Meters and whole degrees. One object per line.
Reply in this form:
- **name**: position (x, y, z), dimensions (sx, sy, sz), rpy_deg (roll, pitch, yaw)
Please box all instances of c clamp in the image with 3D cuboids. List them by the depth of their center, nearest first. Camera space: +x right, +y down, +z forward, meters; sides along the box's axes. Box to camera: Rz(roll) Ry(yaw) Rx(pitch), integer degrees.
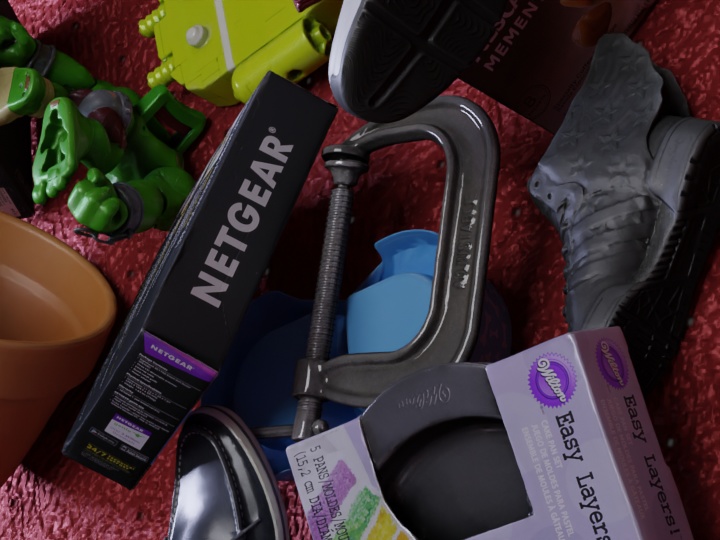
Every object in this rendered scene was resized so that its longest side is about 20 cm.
- **c clamp**: position (0.000, 0.000, 1.103), dimensions (0.171, 0.027, 0.200), rpy_deg (1, 73, 43)

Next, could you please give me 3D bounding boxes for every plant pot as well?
- **plant pot**: position (-0.270, 0.054, 1.300), dimensions (0.200, 0.200, 0.140), rpy_deg (45, 121, 44)

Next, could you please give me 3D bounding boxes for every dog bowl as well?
- **dog bowl**: position (-0.001, 0.054, 1.135), dimensions (0.200, 0.050, 0.112), rpy_deg (-26, 56, 34)

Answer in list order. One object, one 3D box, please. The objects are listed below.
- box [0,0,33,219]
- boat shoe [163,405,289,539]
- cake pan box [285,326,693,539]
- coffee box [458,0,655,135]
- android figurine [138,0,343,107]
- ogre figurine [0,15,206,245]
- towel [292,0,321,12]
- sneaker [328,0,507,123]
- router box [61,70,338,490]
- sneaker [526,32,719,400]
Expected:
- **box**: position (-0.272, -0.145, 1.373), dimensions (0.051, 0.200, 0.158), rpy_deg (-10, 60, 5)
- **boat shoe**: position (-0.081, 0.173, 1.110), dimensions (0.075, 0.062, 0.200), rpy_deg (-5, 87, 47)
- **cake pan box**: position (0.069, 0.141, 0.987), dimensions (0.184, 0.052, 0.200), rpy_deg (-23, 79, 32)
- **coffee box**: position (0.110, -0.187, 1.091), dimensions (0.200, 0.114, 0.080), rpy_deg (-54, 45, 10)
- **android figurine**: position (-0.065, -0.185, 1.308), dimensions (0.200, 0.041, 0.182), rpy_deg (-30, 54, 29)
- **ogre figurine**: position (-0.163, -0.081, 1.296), dimensions (0.200, 0.120, 0.098), rpy_deg (29, 97, 47)
- **towel**: position (-0.012, -0.270, 1.255), dimensions (0.144, 0.023, 0.200), rpy_deg (-29, 61, 11)
- **sneaker**: position (0.021, -0.168, 1.048), dimensions (0.115, 0.076, 0.201), rpy_deg (13, 74, 54)
- **router box**: position (-0.090, 0.005, 1.147), dimensions (0.149, 0.051, 0.200), rpy_deg (-51, 13, 52)
- **sneaker**: position (0.126, -0.022, 1.046), dimensions (0.104, 0.060, 0.200), rpy_deg (18, 80, 45)
